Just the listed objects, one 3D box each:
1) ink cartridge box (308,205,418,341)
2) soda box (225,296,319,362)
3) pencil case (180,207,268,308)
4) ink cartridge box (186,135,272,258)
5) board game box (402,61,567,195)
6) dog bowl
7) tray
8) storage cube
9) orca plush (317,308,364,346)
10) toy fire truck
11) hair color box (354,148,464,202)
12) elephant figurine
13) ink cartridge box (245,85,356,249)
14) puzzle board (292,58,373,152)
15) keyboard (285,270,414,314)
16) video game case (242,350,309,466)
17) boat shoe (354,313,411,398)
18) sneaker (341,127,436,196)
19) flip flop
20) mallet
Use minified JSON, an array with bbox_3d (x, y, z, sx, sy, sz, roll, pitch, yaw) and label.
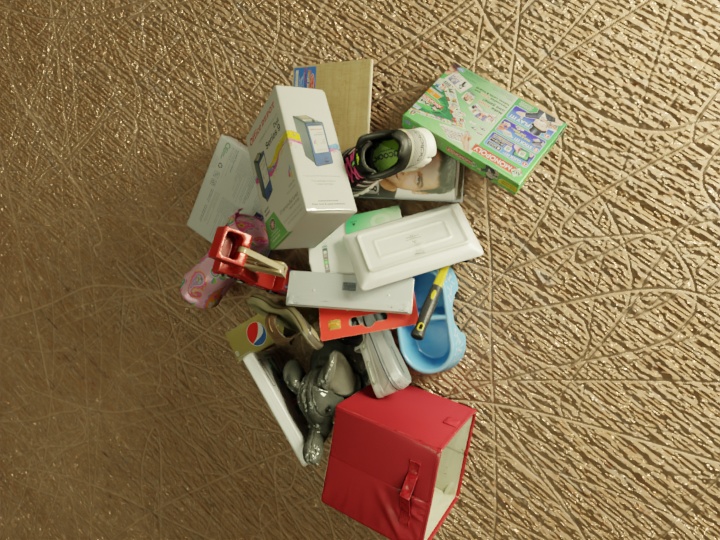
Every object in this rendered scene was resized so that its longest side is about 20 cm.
[{"bbox_3d":[0.000,0.000,0.822,0.160,0.050,0.201,-11,55,6],"label":"ink cartridge box"},{"bbox_3d":[-0.154,0.099,0.967,0.199,0.068,0.064,-31,83,24],"label":"soda box"},{"bbox_3d":[-0.247,-0.019,0.944,0.088,0.087,0.200,49,114,11],"label":"pencil case"},{"bbox_3d":[-0.219,-0.122,0.984,0.199,0.043,0.197,34,109,14],"label":"ink cartridge box"},{"bbox_3d":[0.180,-0.214,0.758,0.199,0.029,0.135,36,71,16],"label":"board game box"},{"bbox_3d":[0.109,0.077,0.857,0.111,0.050,0.202,-7,94,25],"label":"dog bowl"},{"bbox_3d":[0.079,-0.044,0.794,0.198,0.022,0.108,-17,61,-6],"label":"tray"},{"bbox_3d":[0.063,0.295,0.827,0.179,0.200,0.172,15,103,28],"label":"storage cube"},{"bbox_3d":[-0.052,0.033,0.860,0.105,0.071,0.202,-34,56,46],"label":"orca plush"},{"bbox_3d":[-0.166,-0.008,0.830,0.140,0.199,0.049,-3,69,49],"label":"toy fire truck"},{"bbox_3d":[0.067,-0.165,0.839,0.198,0.061,0.100,6,98,23],"label":"hair color box"},{"bbox_3d":[-0.059,0.191,0.863,0.155,0.200,0.142,37,110,16],"label":"elephant figurine"},{"bbox_3d":[-0.096,-0.150,0.781,0.145,0.087,0.202,-33,66,54],"label":"ink cartridge box"},{"bbox_3d":[-0.051,-0.236,0.847,0.150,0.017,0.202,7,97,29],"label":"puzzle board"},{"bbox_3d":[-0.018,0.033,0.799,0.198,0.011,0.057,3,71,10],"label":"keyboard"},{"bbox_3d":[-0.131,0.234,0.917,0.024,0.182,0.201,-31,83,-2],"label":"video game case"},{"bbox_3d":[0.015,0.113,0.856,0.067,0.073,0.201,-34,51,15],"label":"boat shoe"},{"bbox_3d":[0.008,-0.160,0.759,0.199,0.087,0.074,-14,88,34],"label":"sneaker"},{"bbox_3d":[-0.132,0.091,0.847,0.199,0.081,0.058,20,62,44],"label":"flip flop"},{"bbox_3d":[0.128,0.022,0.784,0.065,0.201,0.041,14,147,7],"label":"mallet"}]
